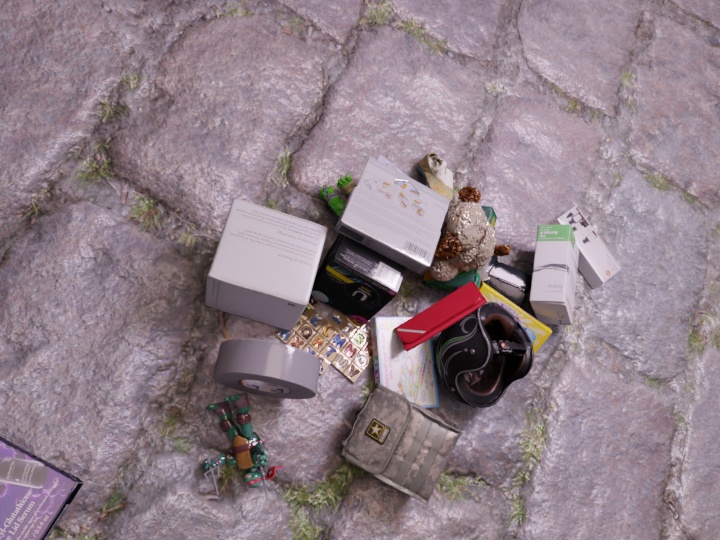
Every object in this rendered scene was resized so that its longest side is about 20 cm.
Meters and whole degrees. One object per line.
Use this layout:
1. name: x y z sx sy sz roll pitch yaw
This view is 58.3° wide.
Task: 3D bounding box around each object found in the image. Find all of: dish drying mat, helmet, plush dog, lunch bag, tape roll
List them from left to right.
1. tape roll: -0.178 0.192 1.239 0.199 0.200 0.067 14 67 -13
2. lunch bag: 0.076 0.342 1.301 0.199 0.118 0.165 30 82 -7
3. dish drying mat: 0.169 0.095 1.374 0.199 0.077 0.018 -33 126 4
4. plush dog: 0.226 -0.077 1.364 0.159 0.172 0.202 13 76 27
5. helmet: 0.254 0.186 1.393 0.199 0.191 0.201 23 41 -21

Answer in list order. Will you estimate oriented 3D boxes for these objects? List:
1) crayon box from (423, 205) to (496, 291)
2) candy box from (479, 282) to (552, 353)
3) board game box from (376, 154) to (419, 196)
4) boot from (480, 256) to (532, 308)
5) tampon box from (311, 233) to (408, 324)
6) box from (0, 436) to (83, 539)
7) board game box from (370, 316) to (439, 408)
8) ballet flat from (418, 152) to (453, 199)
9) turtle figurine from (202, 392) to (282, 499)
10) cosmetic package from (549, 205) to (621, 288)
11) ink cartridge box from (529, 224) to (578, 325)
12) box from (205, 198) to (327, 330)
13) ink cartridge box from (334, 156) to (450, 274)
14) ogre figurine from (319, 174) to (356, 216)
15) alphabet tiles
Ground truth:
1. crayon box: 0.231 -0.052 1.488 0.118 0.058 0.202 9 75 28
2. candy box: 0.334 0.124 1.499 0.199 0.026 0.103 34 102 -5
3. board game box: 0.083 -0.140 1.416 0.199 0.041 0.200 37 39 -7
4. boot: 0.334 -0.012 1.545 0.167 0.076 0.202 22 73 -6
5. tampon box: 0.000 0.000 1.359 0.149 0.200 0.127 28 60 -7
6. box: -0.600 0.377 1.088 0.199 0.104 0.149 30 66 -7
7. board game box: 0.096 0.202 1.413 0.133 0.034 0.202 2 73 -20
8. ballet flat: 0.184 -0.223 1.520 0.070 0.071 0.201 8 32 -16
9. turtle figurine: -0.229 0.343 1.231 0.149 0.101 0.202 -23 75 18
10. cosmetic package: 0.576 -0.061 1.659 0.082 0.051 0.201 -33 84 -24
11. ink cartridge box: 0.463 0.012 1.537 0.083 0.146 0.202 1 65 26
12. box: -0.193 -0.005 1.300 0.198 0.199 0.173 16 67 -9
13. ink cartridge box: 0.068 -0.112 1.295 0.199 0.044 0.175 27 58 -8
14. ogre figurine: 0.018 -0.151 1.484 0.199 0.098 0.121 7 51 -33
15. alphabet tiles: -0.060 0.142 1.402 0.200 0.008 0.167 41 64 -1
